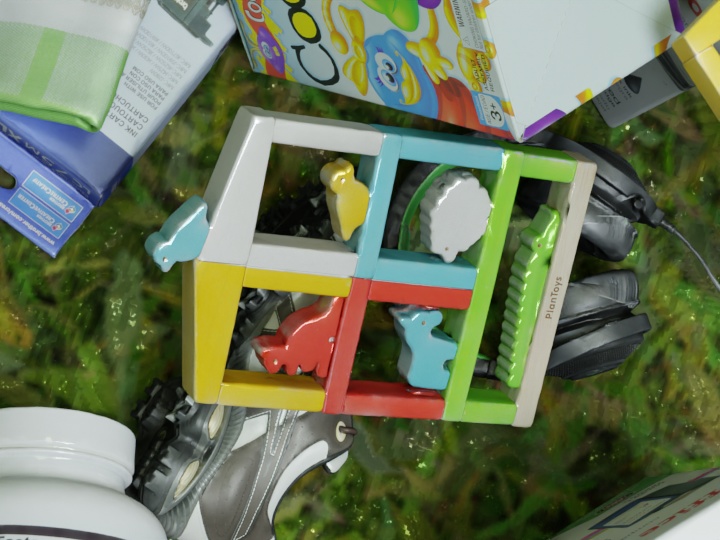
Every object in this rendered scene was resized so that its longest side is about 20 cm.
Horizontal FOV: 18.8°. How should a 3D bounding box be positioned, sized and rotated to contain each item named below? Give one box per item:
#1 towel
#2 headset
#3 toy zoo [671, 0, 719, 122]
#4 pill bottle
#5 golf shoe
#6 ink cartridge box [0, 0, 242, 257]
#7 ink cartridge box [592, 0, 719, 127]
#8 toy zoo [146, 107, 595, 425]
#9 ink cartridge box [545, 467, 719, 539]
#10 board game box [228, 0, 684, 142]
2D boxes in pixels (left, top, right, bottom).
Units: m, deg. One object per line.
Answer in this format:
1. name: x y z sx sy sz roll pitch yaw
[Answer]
1. towel: -0.159 -0.170 1.013 0.149 0.031 0.200 11 72 13
2. headset: 0.110 -0.007 1.050 0.200 0.094 0.124 4 83 1
3. toy zoo: 0.221 -0.072 0.911 0.131 0.020 0.200 -34 90 -10
4. pill bottle: -0.140 0.164 0.921 0.112 0.112 0.200 6 68 -10
5. golf shoe: -0.035 0.044 1.037 0.094 0.078 0.200 36 80 -23
6. ink cartridge box: -0.131 -0.119 1.047 0.119 0.042 0.200 38 80 -4
7. ink cartridge box: 0.142 -0.162 1.018 0.084 0.200 0.146 -31 91 -12
8. toy zoo: 0.000 0.000 0.973 0.200 0.020 0.131 5 106 -24
9. ink cartridge box: 0.123 0.158 0.980 0.145 0.200 0.088 -30 90 -12
10. board game box: 0.031 -0.140 0.974 0.105 0.200 0.103 -32 120 -26
